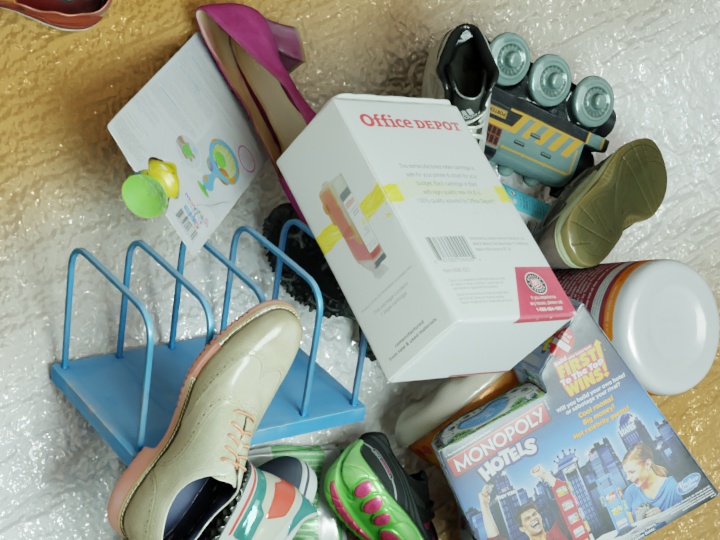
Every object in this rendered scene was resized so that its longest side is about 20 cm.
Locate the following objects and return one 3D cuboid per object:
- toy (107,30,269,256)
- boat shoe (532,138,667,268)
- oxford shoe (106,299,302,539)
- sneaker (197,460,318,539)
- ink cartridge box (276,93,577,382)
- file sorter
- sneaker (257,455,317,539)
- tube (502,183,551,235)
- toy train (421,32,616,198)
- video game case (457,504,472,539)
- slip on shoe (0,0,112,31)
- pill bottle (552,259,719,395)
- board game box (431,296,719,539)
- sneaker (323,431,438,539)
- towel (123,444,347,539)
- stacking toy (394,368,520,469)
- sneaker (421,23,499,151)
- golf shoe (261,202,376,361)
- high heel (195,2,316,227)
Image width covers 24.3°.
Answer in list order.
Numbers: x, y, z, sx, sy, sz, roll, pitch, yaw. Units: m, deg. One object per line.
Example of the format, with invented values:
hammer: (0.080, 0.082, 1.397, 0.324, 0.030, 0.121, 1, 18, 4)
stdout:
toy: (-0.139, -0.096, 1.288, 0.115, 0.047, 0.200, 57, 25, -17)
boat shoe: (0.208, -0.059, 1.479, 0.201, 0.066, 0.072, -42, 113, -47)
oxford shoe: (-0.092, 0.115, 1.154, 0.071, 0.074, 0.200, 30, 93, -43)
sneaker: (-0.099, 0.236, 1.201, 0.093, 0.070, 0.200, 28, 90, -31)
ink cartridge box: (0.047, -0.025, 1.238, 0.145, 0.083, 0.200, -2, 57, -47)
file sorter: (-0.107, 0.046, 1.248, 0.200, 0.139, 0.123, -9, 121, -34)
sneaker: (-0.117, 0.205, 1.269, 0.200, 0.078, 0.079, -49, 119, -21)
tube: (0.079, -0.065, 1.461, 0.200, 0.050, 0.078, 21, 73, -27)
toy train: (0.140, -0.139, 1.487, 0.200, 0.085, 0.114, 21, 88, -33)
video game case: (0.171, 0.257, 1.495, 0.200, 0.023, 0.183, 4, 76, -37)
slip on shoe: (-0.270, -0.224, 1.223, 0.200, 0.061, 0.074, 14, 82, -31)
pill bottle: (0.202, 0.050, 1.441, 0.113, 0.200, 0.113, 2, 87, -34)
board game box: (0.155, 0.131, 1.319, 0.200, 0.062, 0.200, -26, 104, -12)
sneaker: (0.043, 0.214, 1.397, 0.200, 0.077, 0.084, 62, 41, -31)
towel: (-0.096, 0.216, 1.340, 0.200, 0.023, 0.153, 0, 88, -34)
stacking toy: (0.138, 0.164, 1.397, 0.146, 0.146, 0.200, -38, 88, -29)
sneaker: (0.070, -0.104, 1.354, 0.075, 0.115, 0.201, 5, 85, 3)
golf shoe: (0.000, 0.000, 1.397, 0.200, 0.078, 0.095, 45, 47, -25)
high heel: (-0.076, -0.120, 1.319, 0.096, 0.067, 0.200, 9, 51, -41)
